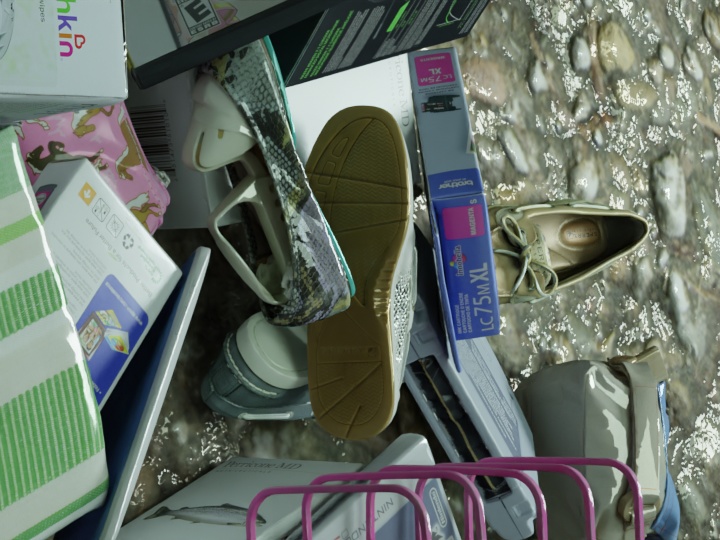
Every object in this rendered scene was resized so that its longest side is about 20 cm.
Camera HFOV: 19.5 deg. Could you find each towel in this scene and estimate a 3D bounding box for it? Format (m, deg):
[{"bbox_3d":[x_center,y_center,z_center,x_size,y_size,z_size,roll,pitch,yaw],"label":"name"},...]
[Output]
[{"bbox_3d":[-0.198,0.049,1.011,0.152,0.023,0.200,-30,111,-42],"label":"towel"}]

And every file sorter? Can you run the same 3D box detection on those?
[{"bbox_3d":[0.050,0.170,1.156,0.200,0.139,0.126,0,86,-48],"label":"file sorter"}]

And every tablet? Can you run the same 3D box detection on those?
[{"bbox_3d":[-0.132,0.092,1.154,0.014,0.130,0.200,25,52,-14],"label":"tablet"}]

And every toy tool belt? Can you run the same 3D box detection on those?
[{"bbox_3d":[0.189,0.159,1.536,0.123,0.125,0.201,-4,91,-40],"label":"toy tool belt"}]

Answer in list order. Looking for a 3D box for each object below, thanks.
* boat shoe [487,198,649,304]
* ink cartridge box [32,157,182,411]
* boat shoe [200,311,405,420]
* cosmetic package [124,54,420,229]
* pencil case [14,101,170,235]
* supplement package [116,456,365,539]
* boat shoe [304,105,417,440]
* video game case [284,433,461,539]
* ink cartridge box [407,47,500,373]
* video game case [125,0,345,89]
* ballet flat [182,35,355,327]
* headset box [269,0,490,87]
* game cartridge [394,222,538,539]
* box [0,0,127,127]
[{"bbox_3d":[0.132,-0.018,1.527,0.200,0.063,0.074,-21,103,-47],"label":"boat shoe"},{"bbox_3d":[-0.171,0.045,1.088,0.095,0.037,0.200,53,49,-34],"label":"ink cartridge box"},{"bbox_3d":[-0.032,0.061,1.351,0.073,0.062,0.200,55,25,17],"label":"boat shoe"},{"bbox_3d":[-0.057,-0.092,1.304,0.200,0.081,0.113,-16,102,-47],"label":"cosmetic package"},{"bbox_3d":[-0.177,-0.102,1.170,0.086,0.083,0.200,-37,113,-42],"label":"pencil case"},{"bbox_3d":[-0.085,0.203,1.223,0.200,0.117,0.118,-30,110,-46],"label":"supplement package"},{"bbox_3d":[0.000,0.000,1.281,0.069,0.071,0.201,-12,105,-76],"label":"boat shoe"},{"bbox_3d":[0.011,0.227,1.227,0.182,0.023,0.200,-38,117,-42],"label":"video game case"},{"bbox_3d":[0.062,-0.042,1.368,0.200,0.042,0.120,-93,175,-51],"label":"ink cartridge box"},{"bbox_3d":[-0.066,-0.218,1.171,0.026,0.200,0.181,71,-5,-69],"label":"video game case"},{"bbox_3d":[-0.062,-0.055,1.192,0.072,0.072,0.201,-37,115,-43],"label":"ballet flat"},{"bbox_3d":[-0.028,-0.214,1.274,0.200,0.093,0.174,-21,62,-46],"label":"headset box"},{"bbox_3d":[0.066,0.071,1.419,0.200,0.041,0.133,60,19,-27],"label":"game cartridge"},{"bbox_3d":[-0.242,-0.115,1.008,0.176,0.200,0.097,-4,90,-48],"label":"box"}]
